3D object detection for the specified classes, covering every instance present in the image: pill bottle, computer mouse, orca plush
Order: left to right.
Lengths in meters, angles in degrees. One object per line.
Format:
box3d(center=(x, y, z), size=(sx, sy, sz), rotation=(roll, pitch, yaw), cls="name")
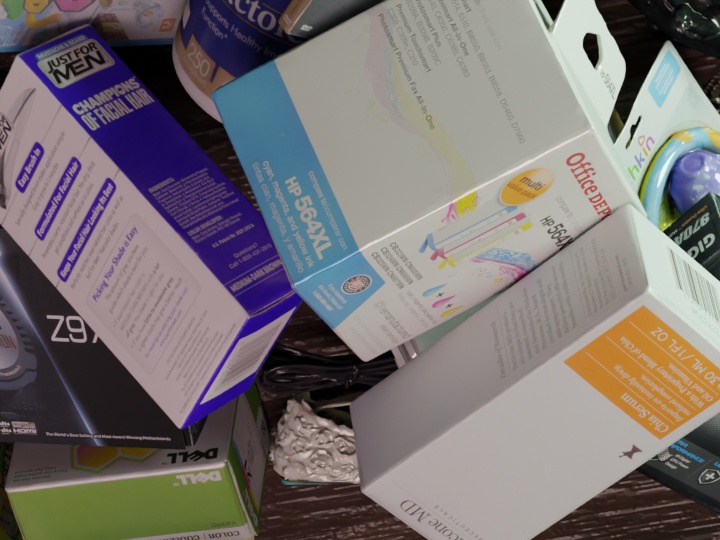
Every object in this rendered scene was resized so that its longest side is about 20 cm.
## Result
box3d(center=(-0.021, -0.176, 1.619), size=(0.115, 0.116, 0.201), rotation=(18, 128, -9), cls="pill bottle")
box3d(center=(0.000, 0.000, 1.794), size=(0.140, 0.046, 0.201), rotation=(-3, 140, -16), cls="computer mouse")
box3d(center=(0.182, -0.163, 1.637), size=(0.105, 0.071, 0.200), rotation=(-29, 121, 25), cls="orca plush")

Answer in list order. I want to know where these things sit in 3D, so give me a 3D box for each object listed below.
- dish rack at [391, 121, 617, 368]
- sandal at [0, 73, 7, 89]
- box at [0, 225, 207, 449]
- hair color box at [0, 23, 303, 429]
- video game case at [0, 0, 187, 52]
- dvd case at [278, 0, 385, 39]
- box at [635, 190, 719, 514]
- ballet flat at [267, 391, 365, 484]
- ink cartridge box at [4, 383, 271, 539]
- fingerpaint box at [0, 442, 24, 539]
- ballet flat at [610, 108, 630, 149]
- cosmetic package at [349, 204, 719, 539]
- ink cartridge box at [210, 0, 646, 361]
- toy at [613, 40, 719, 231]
box3d(center=(0.080, -0.007, 1.691), size=(0.171, 0.044, 0.201), rotation=(-21, 117, 10), cls="dish rack")
box3d(center=(-0.194, -0.027, 1.801), size=(0.076, 0.043, 0.201), rotation=(-19, 125, 19), cls="sandal")
box3d(center=(-0.199, 0.029, 1.794), size=(0.199, 0.044, 0.161), rotation=(2, 125, 15), cls="box")
box3d(center=(-0.125, -0.025, 1.650), size=(0.200, 0.065, 0.109), rotation=(47, 136, 13), cls="hair color box")
box3d(center=(-0.154, -0.177, 1.624), size=(0.199, 0.018, 0.144), rotation=(-6, 138, -35), cls="video game case")
box3d(center=(0.065, -0.189, 1.558), size=(0.148, 0.016, 0.200), rotation=(10, 126, -44), cls="dvd case")
box3d(center=(0.209, 0.055, 1.690), size=(0.200, 0.046, 0.159), rotation=(29, 122, -36), cls="box")
box3d(center=(0.042, 0.108, 1.878), size=(0.199, 0.072, 0.072), rotation=(4, 129, 0), cls="ballet flat")
box3d(center=(-0.141, 0.151, 1.839), size=(0.147, 0.201, 0.076), rotation=(-7, 128, 11), cls="ink cartridge box")
box3d(center=(-0.287, 0.161, 1.861), size=(0.167, 0.201, 0.073), rotation=(38, 124, -24), cls="fingerpaint box")
box3d(center=(0.086, -0.102, 1.701), size=(0.068, 0.063, 0.200), rotation=(-31, 120, 24), cls="ballet flat")
box3d(center=(0.101, 0.066, 1.594), size=(0.200, 0.071, 0.101), rotation=(-37, 126, 24), cls="cosmetic package")
box3d(center=(0.049, -0.066, 1.566), size=(0.199, 0.126, 0.129), rotation=(-27, 154, 8), cls="ink cartridge box")
box3d(center=(0.206, -0.023, 1.697), size=(0.047, 0.116, 0.200), rotation=(11, 152, 38), cls="toy")
